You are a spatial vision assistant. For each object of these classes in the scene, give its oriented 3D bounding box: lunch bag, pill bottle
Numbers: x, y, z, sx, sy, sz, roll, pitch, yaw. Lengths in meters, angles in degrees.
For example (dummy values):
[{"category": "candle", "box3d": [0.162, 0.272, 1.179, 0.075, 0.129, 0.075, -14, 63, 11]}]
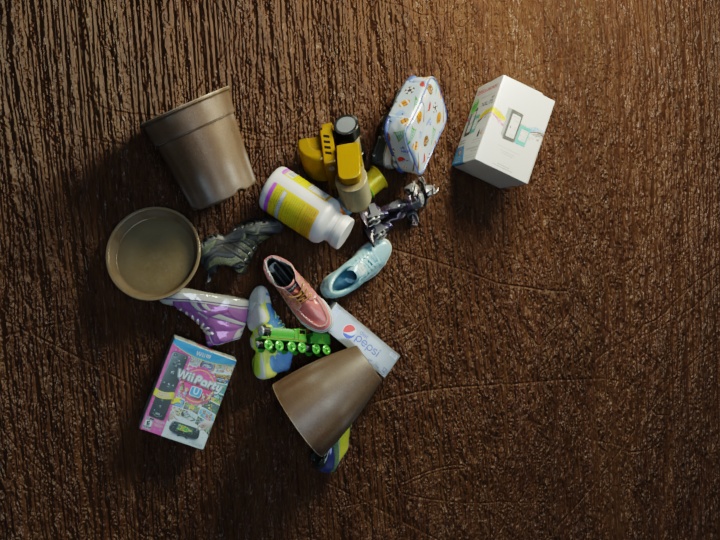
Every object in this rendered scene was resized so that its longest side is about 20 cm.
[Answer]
[{"category": "lunch bag", "box3d": [0.123, -0.318, 1.568, 0.203, 0.074, 0.161, -63, 147, -25]}, {"category": "pill bottle", "box3d": [-0.114, -0.129, 1.514, 0.198, 0.104, 0.105, 33, 84, 8]}]

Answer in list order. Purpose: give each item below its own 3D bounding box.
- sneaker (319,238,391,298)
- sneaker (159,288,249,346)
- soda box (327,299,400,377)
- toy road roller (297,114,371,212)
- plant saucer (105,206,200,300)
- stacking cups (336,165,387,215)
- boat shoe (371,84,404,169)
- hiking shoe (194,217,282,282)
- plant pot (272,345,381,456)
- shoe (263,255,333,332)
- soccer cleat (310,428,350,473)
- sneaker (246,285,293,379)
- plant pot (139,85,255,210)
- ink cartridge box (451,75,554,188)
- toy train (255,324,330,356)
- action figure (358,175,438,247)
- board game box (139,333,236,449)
[{"category": "sneaker", "box3d": [0.000, 0.000, 1.594, 0.199, 0.082, 0.074, -41, 103, -11]}, {"category": "sneaker", "box3d": [-0.343, 0.103, 1.512, 0.196, 0.073, 0.117, 12, 94, -15]}, {"category": "soda box", "box3d": [-0.007, 0.155, 1.606, 0.199, 0.068, 0.064, 40, 85, -13]}, {"category": "toy road roller", "box3d": [-0.058, -0.225, 1.528, 0.142, 0.124, 0.204, -10, 60, 4]}, {"category": "plant saucer", "box3d": [-0.430, -0.034, 1.470, 0.195, 0.030, 0.205, 1, 73, -3]}, {"category": "stacking cups", "box3d": [-0.030, -0.153, 1.589, 0.199, 0.060, 0.061, -39, 102, -10]}, {"category": "boat shoe", "box3d": [0.073, -0.333, 1.610, 0.055, 0.068, 0.205, 12, 81, 24]}, {"category": "hiking shoe", "box3d": [-0.256, -0.048, 1.534, 0.196, 0.076, 0.103, -20, 106, -4]}, {"category": "plant pot", "box3d": [-0.059, 0.261, 1.524, 0.199, 0.187, 0.188, -37, 101, -4]}, {"category": "shoe", "box3d": [-0.137, 0.052, 1.520, 0.071, 0.091, 0.201, -41, 80, -3]}, {"category": "soccer cleat", "box3d": [-0.047, 0.366, 1.619, 0.083, 0.064, 0.204, 33, 78, -44]}, {"category": "sneaker", "box3d": [-0.193, 0.135, 1.563, 0.103, 0.075, 0.206, -2, 92, -35]}, {"category": "plant pot", "box3d": [-0.318, -0.245, 1.448, 0.197, 0.200, 0.202, -27, 107, -12]}, {"category": "ink cartridge box", "box3d": [0.329, -0.317, 1.637, 0.143, 0.146, 0.204, 21, 86, -14]}, {"category": "toy train", "box3d": [-0.144, 0.153, 1.532, 0.197, 0.041, 0.058, 11, 69, -41]}, {"category": "action figure", "box3d": [0.094, -0.140, 1.602, 0.197, 0.070, 0.131, -29, 141, -7]}, {"category": "board game box", "box3d": [-0.371, 0.259, 1.514, 0.145, 0.064, 0.204, 22, 86, -15]}]
